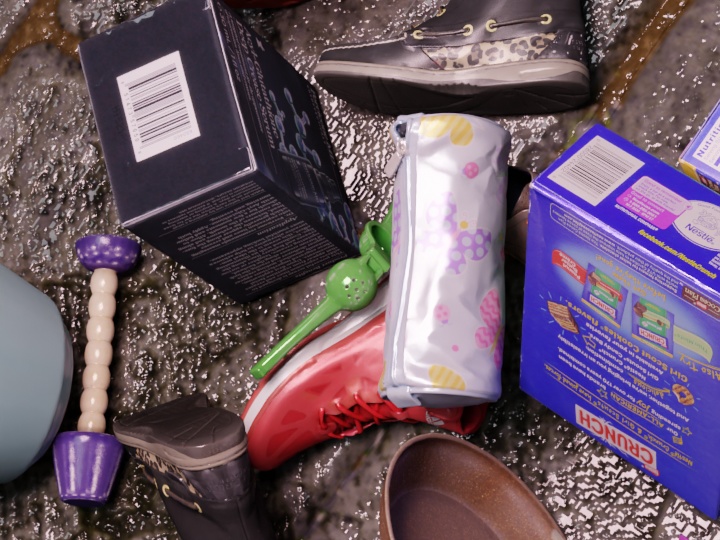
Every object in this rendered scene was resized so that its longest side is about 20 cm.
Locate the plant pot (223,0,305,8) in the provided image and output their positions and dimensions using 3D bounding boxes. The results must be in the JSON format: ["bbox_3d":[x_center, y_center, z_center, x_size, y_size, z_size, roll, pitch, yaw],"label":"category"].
[{"bbox_3d":[-0.069,-0.295,1.606,0.200,0.200,0.176,-17,85,38],"label":"plant pot"}]

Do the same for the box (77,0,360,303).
[{"bbox_3d":[-0.097,-0.084,1.557,0.107,0.200,0.149,-22,67,14],"label":"box"}]

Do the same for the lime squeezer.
[{"bbox_3d":[0.000,0.000,1.529,0.038,0.071,0.200,38,60,-2],"label":"lime squeezer"}]

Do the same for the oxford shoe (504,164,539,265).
[{"bbox_3d":[0.137,-0.025,1.511,0.200,0.073,0.071,23,83,27],"label":"oxford shoe"}]

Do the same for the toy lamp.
[{"bbox_3d":[-0.198,0.076,1.631,0.058,0.058,0.200,-4,69,22],"label":"toy lamp"}]

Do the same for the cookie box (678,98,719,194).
[{"bbox_3d":[0.315,-0.020,1.381,0.200,0.171,0.075,34,84,28],"label":"cookie box"}]

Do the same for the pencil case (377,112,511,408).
[{"bbox_3d":[0.056,-0.006,1.461,0.083,0.091,0.200,-2,82,31],"label":"pencil case"}]

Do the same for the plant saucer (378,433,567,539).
[{"bbox_3d":[0.076,0.200,1.405,0.037,0.200,0.201,-38,61,30],"label":"plant saucer"}]

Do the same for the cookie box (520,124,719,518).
[{"bbox_3d":[0.188,0.034,1.390,0.171,0.200,0.075,34,56,27],"label":"cookie box"}]

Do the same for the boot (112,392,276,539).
[{"bbox_3d":[-0.107,0.169,1.537,0.073,0.200,0.151,-22,100,-21],"label":"boot"}]

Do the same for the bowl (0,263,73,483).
[{"bbox_3d":[-0.284,0.079,1.613,0.201,0.105,0.201,-30,53,50],"label":"bowl"}]

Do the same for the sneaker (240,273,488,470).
[{"bbox_3d":[0.011,0.091,1.526,0.200,0.078,0.116,-45,61,6],"label":"sneaker"}]

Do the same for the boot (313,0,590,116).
[{"bbox_3d":[0.073,-0.193,1.594,0.203,0.073,0.154,2,72,17],"label":"boot"}]

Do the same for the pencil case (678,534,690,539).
[{"bbox_3d":[0.192,0.276,1.383,0.200,0.092,0.085,-61,19,-6],"label":"pencil case"}]
